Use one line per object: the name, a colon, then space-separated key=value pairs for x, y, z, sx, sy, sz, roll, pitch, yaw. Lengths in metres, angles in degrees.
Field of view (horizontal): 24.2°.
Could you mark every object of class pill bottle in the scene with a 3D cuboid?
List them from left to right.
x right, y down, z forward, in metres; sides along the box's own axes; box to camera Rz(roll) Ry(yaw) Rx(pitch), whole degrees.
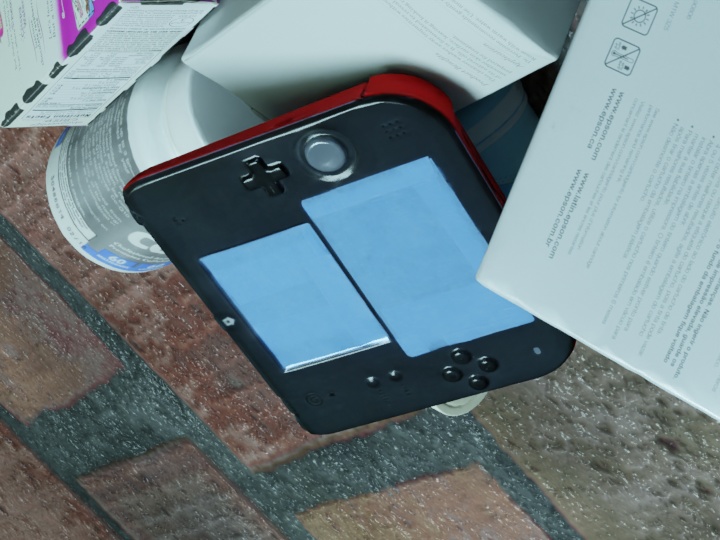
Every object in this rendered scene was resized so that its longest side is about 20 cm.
pill bottle: x=-0.105 y=-0.072 z=1.016 sx=0.114 sy=0.114 sz=0.200 roll=49 pitch=149 yaw=-12

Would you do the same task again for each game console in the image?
game console: x=0.000 y=0.000 z=0.856 sx=0.176 sy=0.031 sz=0.200 roll=-20 pitch=126 yaw=21

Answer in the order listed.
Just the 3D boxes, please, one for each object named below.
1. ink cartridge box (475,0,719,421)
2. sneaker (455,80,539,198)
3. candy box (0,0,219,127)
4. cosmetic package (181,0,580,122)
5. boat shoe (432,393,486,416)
ink cartridge box: x=0.163 y=-0.040 z=0.630 sx=0.199 sy=0.043 sz=0.197 roll=30 pitch=107 yaw=27
sneaker: x=0.038 y=-0.006 z=0.911 sx=0.200 sy=0.080 sz=0.131 roll=-35 pitch=110 yaw=24
candy box: x=-0.152 y=-0.174 z=0.927 sx=0.200 sy=0.061 sz=0.137 roll=-25 pitch=71 yaw=57
cosmetic package: x=0.010 y=-0.131 z=0.822 sx=0.113 sy=0.081 sz=0.200 roll=34 pitch=154 yaw=-22
boat shoe: x=0.021 y=-0.005 z=1.005 sx=0.059 sy=0.072 sz=0.201 roll=21 pitch=140 yaw=56
